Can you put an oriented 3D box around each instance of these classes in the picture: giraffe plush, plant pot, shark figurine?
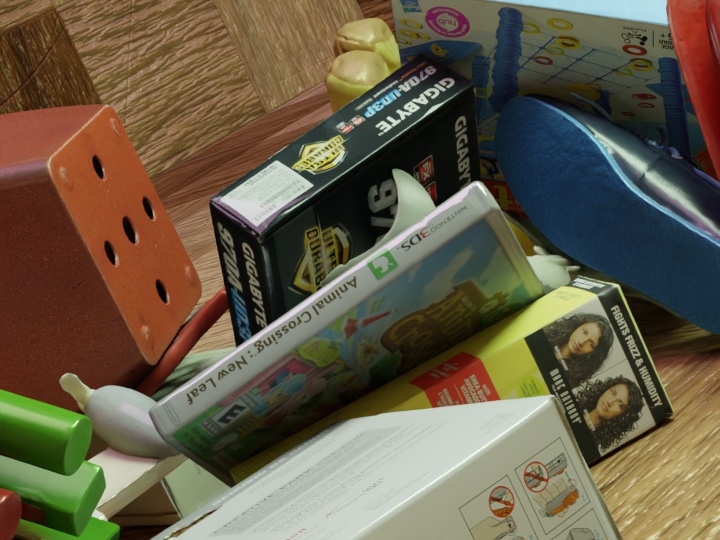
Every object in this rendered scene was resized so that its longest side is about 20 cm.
[{"bbox_3d":[-0.004,-0.084,1.678,0.162,0.200,0.173,-27,33,24],"label":"giraffe plush"},{"bbox_3d":[-0.211,0.008,1.213,0.175,0.201,0.200,-21,15,16],"label":"plant pot"},{"bbox_3d":[0.087,0.021,1.099,0.214,0.128,0.090,7,-66,-53],"label":"shark figurine"}]

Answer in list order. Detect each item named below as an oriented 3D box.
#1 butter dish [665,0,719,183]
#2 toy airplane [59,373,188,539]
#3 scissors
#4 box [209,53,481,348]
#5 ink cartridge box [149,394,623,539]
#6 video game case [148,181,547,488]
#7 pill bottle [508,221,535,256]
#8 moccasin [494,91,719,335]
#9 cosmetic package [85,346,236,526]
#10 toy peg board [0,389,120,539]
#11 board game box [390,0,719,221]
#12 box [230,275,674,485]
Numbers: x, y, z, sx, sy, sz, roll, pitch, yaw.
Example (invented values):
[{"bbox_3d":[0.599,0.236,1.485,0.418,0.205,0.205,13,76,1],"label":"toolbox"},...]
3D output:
[{"bbox_3d":[0.241,-0.096,0.920,0.199,0.201,0.148,-22,-15,20],"label":"butter dish"},{"bbox_3d":[-0.179,0.130,1.051,0.198,0.142,0.200,-23,10,14],"label":"toy airplane"},{"bbox_3d":[-0.072,0.005,1.183,0.200,0.014,0.073,-48,4,22],"label":"scissors"},{"bbox_3d":[0.000,0.000,1.129,0.159,0.201,0.046,-36,51,-26],"label":"box"},{"bbox_3d":[-0.024,0.136,0.795,0.199,0.084,0.175,-31,9,-29],"label":"ink cartridge box"},{"bbox_3d":[0.008,0.050,0.975,0.182,0.022,0.200,-35,-25,2],"label":"video game case"},{"bbox_3d":[0.151,-0.064,1.325,0.199,0.113,0.112,-23,10,21],"label":"pill bottle"},{"bbox_3d":[0.154,-0.028,1.068,0.068,0.200,0.081,-16,-42,-40],"label":"moccasin"},{"bbox_3d":[-0.140,0.108,1.276,0.103,0.073,0.200,-32,11,-33],"label":"cosmetic package"},{"bbox_3d":[-0.178,0.146,0.837,0.097,0.201,0.200,15,54,15],"label":"toy peg board"},{"bbox_3d":[0.125,-0.101,1.138,0.199,0.196,0.056,10,57,15],"label":"board game box"},{"bbox_3d":[0.044,0.080,0.948,0.199,0.076,0.050,-27,10,-12],"label":"box"}]
